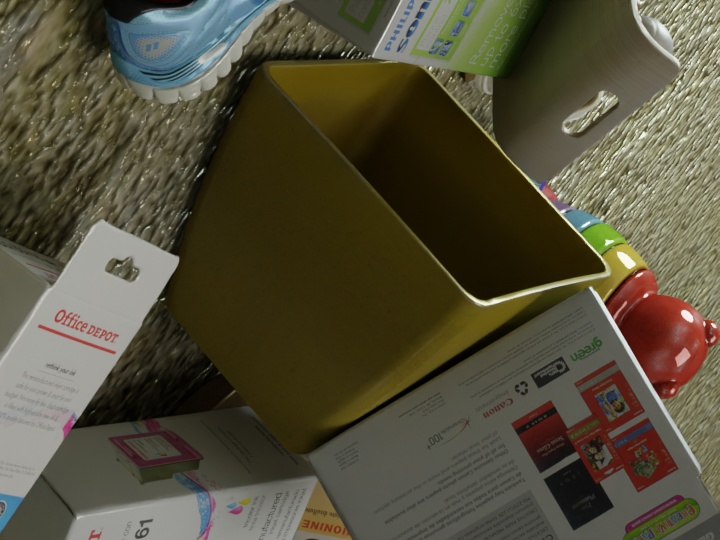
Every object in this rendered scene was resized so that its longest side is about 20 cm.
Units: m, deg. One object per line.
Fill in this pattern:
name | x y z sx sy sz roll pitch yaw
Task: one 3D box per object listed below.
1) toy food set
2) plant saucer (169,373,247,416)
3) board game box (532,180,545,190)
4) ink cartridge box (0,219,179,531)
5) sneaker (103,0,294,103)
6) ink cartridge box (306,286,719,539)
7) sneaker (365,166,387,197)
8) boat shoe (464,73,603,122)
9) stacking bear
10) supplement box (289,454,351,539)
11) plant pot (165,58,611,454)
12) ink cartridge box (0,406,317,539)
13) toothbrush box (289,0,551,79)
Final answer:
toy food set | 0.150 -0.173 1.453 0.143 0.060 0.200 -40 -144 45
plant saucer | -0.105 0.136 1.579 0.200 0.035 0.200 -43 156 -25
board game box | 0.066 0.000 1.694 0.135 0.029 0.200 -38 164 -34
ink cartridge box | -0.196 0.049 1.230 0.200 0.068 0.115 -55 158 2
sneaker | -0.058 -0.179 1.182 0.200 0.078 0.090 -50 154 -13
ink cartridge box | 0.099 0.138 1.369 0.200 0.176 0.084 -30 170 3
sneaker | -0.007 0.014 1.574 0.083 0.072 0.200 -23 132 -51
boat shoe | 0.146 -0.137 1.659 0.200 0.069 0.071 -9 128 -62
stacking bear | 0.186 0.023 1.792 0.121 0.200 0.114 -49 157 -15
supplement box | 0.003 0.181 1.525 0.074 0.126 0.201 150 -50 -65
plant pot | 0.000 0.000 1.419 0.176 0.200 0.200 -50 162 25
ink cartridge box | -0.144 0.173 1.429 0.200 0.085 0.145 -4 126 -43
toothbrush box | 0.053 -0.202 1.361 0.146 0.086 0.200 -61 156 14
